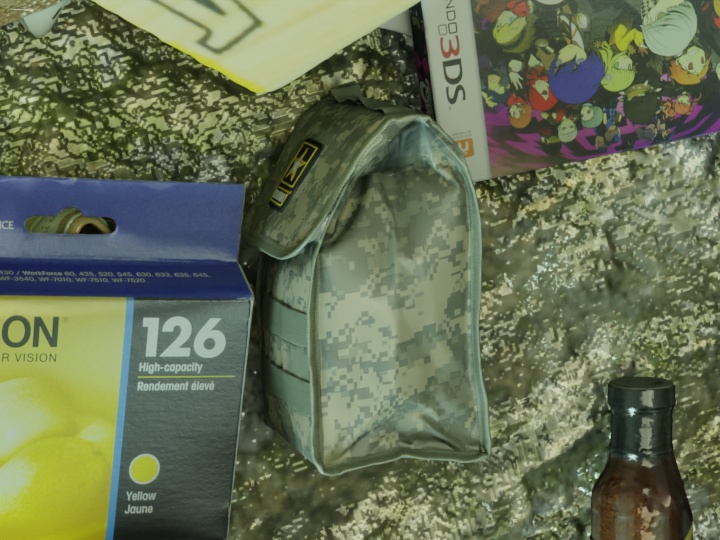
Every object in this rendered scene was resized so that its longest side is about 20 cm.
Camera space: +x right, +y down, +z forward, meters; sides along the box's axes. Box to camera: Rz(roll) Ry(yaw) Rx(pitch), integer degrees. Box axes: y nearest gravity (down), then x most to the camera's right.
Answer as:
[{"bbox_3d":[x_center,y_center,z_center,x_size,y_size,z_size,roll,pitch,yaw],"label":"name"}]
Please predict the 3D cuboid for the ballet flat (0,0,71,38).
[{"bbox_3d":[-0.208,-0.149,1.335,0.200,0.071,0.065,-22,136,10],"label":"ballet flat"}]

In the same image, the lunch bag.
[{"bbox_3d":[0.000,0.000,1.360,0.117,0.164,0.200,-4,98,-14],"label":"lunch bag"}]

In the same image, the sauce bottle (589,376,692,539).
[{"bbox_3d":[0.171,0.166,1.472,0.066,0.066,0.200,-1,100,-13],"label":"sauce bottle"}]

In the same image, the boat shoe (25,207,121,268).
[{"bbox_3d":[-0.139,0.057,1.377,0.073,0.063,0.200,-32,110,-25],"label":"boat shoe"}]

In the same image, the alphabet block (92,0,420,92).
[{"bbox_3d":[-0.048,-0.238,1.244,0.196,0.200,0.196,30,55,-27],"label":"alphabet block"}]

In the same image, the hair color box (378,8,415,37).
[{"bbox_3d":[0.071,-0.227,1.383,0.101,0.061,0.200,15,102,-17],"label":"hair color box"}]

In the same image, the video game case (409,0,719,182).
[{"bbox_3d":[0.126,-0.153,1.367,0.200,0.036,0.182,-11,110,-10],"label":"video game case"}]

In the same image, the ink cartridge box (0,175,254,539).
[{"bbox_3d":[-0.159,0.052,1.319,0.197,0.047,0.200,1,107,-20],"label":"ink cartridge box"}]
